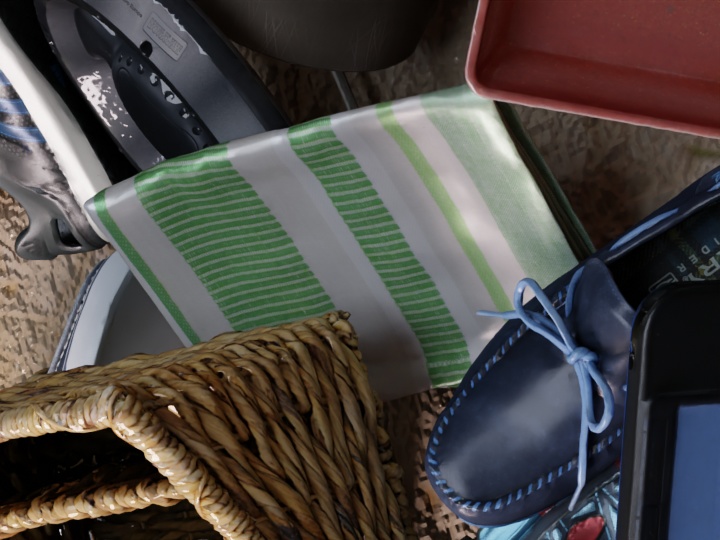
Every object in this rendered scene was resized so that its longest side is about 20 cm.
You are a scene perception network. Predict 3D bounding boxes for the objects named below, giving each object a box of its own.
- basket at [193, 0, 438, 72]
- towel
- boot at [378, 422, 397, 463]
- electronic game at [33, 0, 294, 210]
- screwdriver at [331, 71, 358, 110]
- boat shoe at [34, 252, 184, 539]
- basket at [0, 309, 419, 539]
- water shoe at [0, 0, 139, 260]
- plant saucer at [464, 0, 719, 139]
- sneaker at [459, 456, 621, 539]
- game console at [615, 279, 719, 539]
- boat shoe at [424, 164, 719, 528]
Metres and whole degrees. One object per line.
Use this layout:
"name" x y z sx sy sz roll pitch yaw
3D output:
"basket" -0.002 -0.196 1.079 0.136 0.180 0.200 47 129 40
"towel" 0.000 0.000 1.076 0.200 0.023 0.153 -11 128 31
"boot" -0.059 0.152 1.188 0.155 0.072 0.200 12 104 36
"electronic game" -0.076 -0.073 1.145 0.042 0.200 0.200 -41 56 -14
"screwdriver" 0.007 -0.038 1.153 0.029 0.028 0.200 -30 74 8
"boat shoe" -0.147 0.073 1.253 0.091 0.071 0.200 24 109 34
"basket" -0.097 0.111 1.068 0.200 0.149 0.143 -13 94 40
"water shoe" -0.175 -0.089 1.219 0.079 0.072 0.200 -22 111 19
"plant saucer" 0.150 -0.148 0.952 0.037 0.200 0.200 -122 42 -74
"sneaker" 0.090 0.132 1.057 0.096 0.079 0.200 45 119 28
"game console" 0.192 0.109 0.939 0.118 0.171 0.200 -154 65 -65
"boat shoe" 0.099 0.015 0.993 0.084 0.069 0.200 42 88 12
